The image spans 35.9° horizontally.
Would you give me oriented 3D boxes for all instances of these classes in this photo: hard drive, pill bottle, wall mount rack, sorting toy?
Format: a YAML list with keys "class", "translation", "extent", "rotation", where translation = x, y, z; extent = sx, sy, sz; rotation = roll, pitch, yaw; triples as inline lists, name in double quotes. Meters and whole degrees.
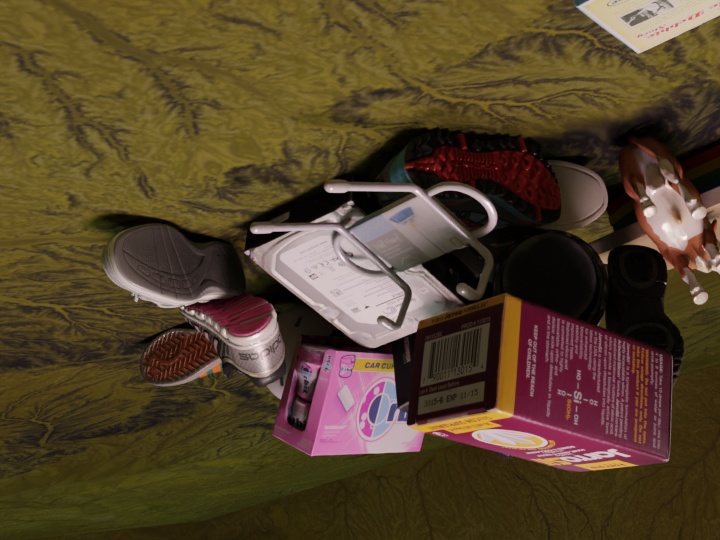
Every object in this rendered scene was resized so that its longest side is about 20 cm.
- class: "hard drive"
  translation: [0.000, 0.000, 1.100]
  extent: [0.139, 0.038, 0.200]
  rotation: [-22, 136, 31]
- class: "pill bottle"
  translation: [0.185, 0.022, 1.082]
  extent: [0.111, 0.113, 0.200]
  rotation: [-15, 169, 8]
- class: "wall mount rack"
  translation: [0.013, -0.027, 0.950]
  extent: [0.173, 0.075, 0.199]
  rotation: [39, 145, -21]
- class: "sorting toy"
  translation: [0.378, -0.071, 1.262]
  extent: [0.198, 0.070, 0.199]
  rotation: [-26, 160, 38]

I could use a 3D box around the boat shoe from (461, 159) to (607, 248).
- class: "boat shoe"
  translation: [0.149, -0.060, 1.105]
  extent: [0.198, 0.075, 0.060]
  rotation: [-13, 172, -17]

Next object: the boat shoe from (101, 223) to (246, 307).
- class: "boat shoe"
  translation: [-0.182, 0.002, 1.053]
  extent: [0.064, 0.075, 0.202]
  rotation: [-20, 171, 22]

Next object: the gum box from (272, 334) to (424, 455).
- class: "gum box"
  translation: [-0.003, 0.138, 1.229]
  extent: [0.066, 0.115, 0.199]
  rotation: [19, -173, 40]

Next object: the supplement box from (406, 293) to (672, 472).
- class: "supplement box"
  translation: [0.158, 0.105, 0.978]
  extent: [0.198, 0.104, 0.131]
  rotation: [18, 157, -28]

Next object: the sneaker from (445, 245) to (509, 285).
- class: "sneaker"
  translation: [0.173, -0.028, 1.236]
  extent: [0.080, 0.074, 0.199]
  rotation: [-57, 153, 16]

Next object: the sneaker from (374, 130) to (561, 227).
- class: "sneaker"
  translation: [0.098, -0.078, 1.024]
  extent: [0.198, 0.080, 0.095]
  rotation: [10, 159, -34]

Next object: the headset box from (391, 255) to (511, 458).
- class: "headset box"
  translation: [0.122, 0.088, 1.234]
  extent: [0.199, 0.176, 0.092]
  rotation: [29, 132, -35]

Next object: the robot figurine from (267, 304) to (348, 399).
- class: "robot figurine"
  translation: [-0.037, 0.109, 1.336]
  extent: [0.124, 0.151, 0.200]
  rotation: [-33, 156, 17]

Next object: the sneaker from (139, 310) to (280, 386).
- class: "sneaker"
  translation: [-0.179, 0.099, 1.379]
  extent: [0.198, 0.072, 0.080]
  rotation: [-21, 158, 21]

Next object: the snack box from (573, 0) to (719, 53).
- class: "snack box"
  translation: [0.246, -0.214, 0.726]
  extent: [0.199, 0.037, 0.116]
  rotation: [-23, 161, 30]

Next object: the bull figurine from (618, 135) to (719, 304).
- class: "bull figurine"
  translation: [0.317, -0.044, 1.097]
  extent: [0.065, 0.122, 0.200]
  rotation: [-35, 117, 16]

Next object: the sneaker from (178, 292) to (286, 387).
- class: "sneaker"
  translation: [-0.131, 0.065, 1.148]
  extent: [0.073, 0.088, 0.199]
  rotation: [-26, -156, -21]

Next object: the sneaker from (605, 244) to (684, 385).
- class: "sneaker"
  translation: [0.281, 0.071, 1.121]
  extent: [0.075, 0.201, 0.091]
  rotation: [6, 139, 9]
